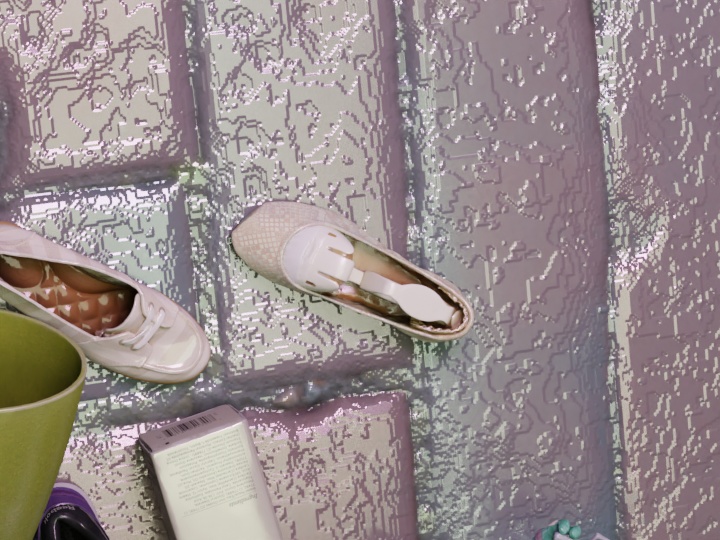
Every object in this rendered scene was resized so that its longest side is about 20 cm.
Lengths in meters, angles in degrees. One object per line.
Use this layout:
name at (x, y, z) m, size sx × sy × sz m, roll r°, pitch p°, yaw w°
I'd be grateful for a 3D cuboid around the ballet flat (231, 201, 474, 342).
ballet flat at (0.000, 0.000, 1.756) m, size 0.199 × 0.062 × 0.068 m, roll 21°, pitch 91°, yaw -17°

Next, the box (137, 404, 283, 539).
box at (-0.100, 0.210, 1.751) m, size 0.082 × 0.068 × 0.201 m, roll -17°, pitch 102°, yaw -13°

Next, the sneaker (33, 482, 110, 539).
sneaker at (-0.191, 0.258, 1.721) m, size 0.075 × 0.088 × 0.201 m, roll -31°, pitch 105°, yaw -10°

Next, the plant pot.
plant pot at (-0.296, 0.150, 1.646) m, size 0.186 × 0.187 × 0.201 m, roll 2°, pitch 112°, yaw -16°

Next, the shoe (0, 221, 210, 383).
shoe at (-0.197, 0.030, 1.708) m, size 0.199 × 0.053 × 0.070 m, roll 28°, pitch 89°, yaw -17°

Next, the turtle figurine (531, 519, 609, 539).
turtle figurine at (0.122, 0.269, 1.807) m, size 0.198 × 0.101 × 0.151 m, roll 4°, pitch 81°, yaw -1°
